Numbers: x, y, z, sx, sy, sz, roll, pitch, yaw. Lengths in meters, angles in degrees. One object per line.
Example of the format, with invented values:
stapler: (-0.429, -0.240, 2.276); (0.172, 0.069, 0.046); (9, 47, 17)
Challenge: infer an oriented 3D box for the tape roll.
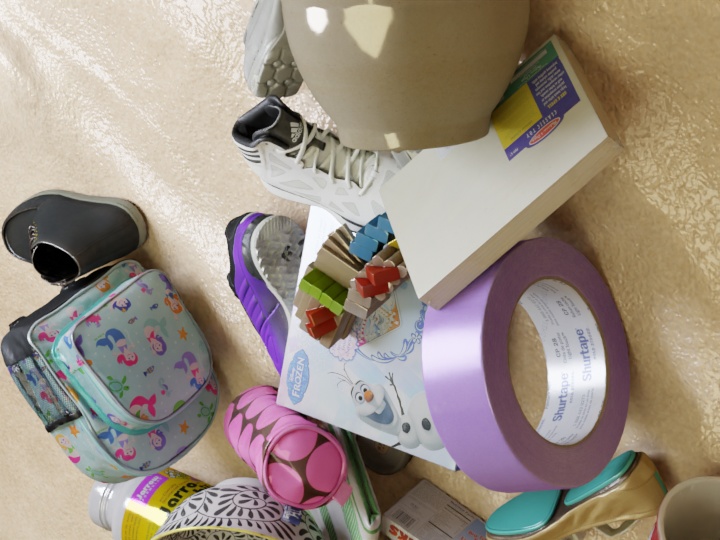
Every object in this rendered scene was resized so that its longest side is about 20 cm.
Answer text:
tape roll: (0.137, 0.077, 1.459); (0.065, 0.200, 0.202); (-11, 106, 41)

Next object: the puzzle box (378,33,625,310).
puzzle box: (0.107, -0.078, 1.414); (0.200, 0.025, 0.134); (-41, 41, 21)

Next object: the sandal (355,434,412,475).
sandal: (0.023, 0.113, 1.674); (0.081, 0.054, 0.201); (29, 127, 23)

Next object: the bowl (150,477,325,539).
bowl: (-0.110, 0.264, 1.748); (0.198, 0.095, 0.202); (7, 141, 5)

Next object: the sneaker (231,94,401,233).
sneaker: (-0.030, -0.090, 1.548); (0.199, 0.115, 0.076); (15, 78, 31)

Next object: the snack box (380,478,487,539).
snack box: (0.115, 0.273, 1.675); (0.199, 0.072, 0.024); (34, 129, 20)

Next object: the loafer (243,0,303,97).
loafer: (-0.056, -0.234, 1.527); (0.201, 0.069, 0.070); (-58, 42, 42)

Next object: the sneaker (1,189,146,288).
sneaker: (-0.323, -0.031, 1.842); (0.199, 0.106, 0.075); (-3, 112, 40)

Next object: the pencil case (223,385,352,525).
pencil case: (-0.071, 0.169, 1.709); (0.093, 0.200, 0.091); (26, 93, -17)

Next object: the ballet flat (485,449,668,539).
ballet flat: (0.191, 0.219, 1.591); (0.063, 0.069, 0.199); (47, 137, -12)

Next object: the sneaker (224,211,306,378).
sneaker: (-0.078, 0.031, 1.711); (0.099, 0.069, 0.202); (15, 127, 50)

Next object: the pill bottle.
pill bottle: (-0.191, 0.269, 1.903); (0.199, 0.104, 0.105); (18, 124, 31)

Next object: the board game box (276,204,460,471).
board game box: (0.029, 0.051, 1.600); (0.198, 0.043, 0.202); (18, 103, 31)

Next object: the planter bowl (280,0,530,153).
planter bowl: (0.038, -0.167, 1.391); (0.199, 0.200, 0.136); (7, 108, 37)

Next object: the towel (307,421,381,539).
towel: (-0.024, 0.253, 1.755); (0.201, 0.023, 0.153); (107, 151, -42)

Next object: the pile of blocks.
pile of blocks: (0.000, 0.000, 1.528); (0.200, 0.062, 0.082); (-37, 91, 38)

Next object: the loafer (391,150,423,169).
loafer: (0.053, -0.134, 1.503); (0.201, 0.070, 0.070); (56, 143, 1)

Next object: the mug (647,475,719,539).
mug: (0.294, 0.301, 1.508); (0.177, 0.133, 0.201); (38, 135, 19)

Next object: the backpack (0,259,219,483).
backpack: (-0.236, 0.106, 1.801); (0.150, 0.177, 0.201); (-15, 108, 48)
